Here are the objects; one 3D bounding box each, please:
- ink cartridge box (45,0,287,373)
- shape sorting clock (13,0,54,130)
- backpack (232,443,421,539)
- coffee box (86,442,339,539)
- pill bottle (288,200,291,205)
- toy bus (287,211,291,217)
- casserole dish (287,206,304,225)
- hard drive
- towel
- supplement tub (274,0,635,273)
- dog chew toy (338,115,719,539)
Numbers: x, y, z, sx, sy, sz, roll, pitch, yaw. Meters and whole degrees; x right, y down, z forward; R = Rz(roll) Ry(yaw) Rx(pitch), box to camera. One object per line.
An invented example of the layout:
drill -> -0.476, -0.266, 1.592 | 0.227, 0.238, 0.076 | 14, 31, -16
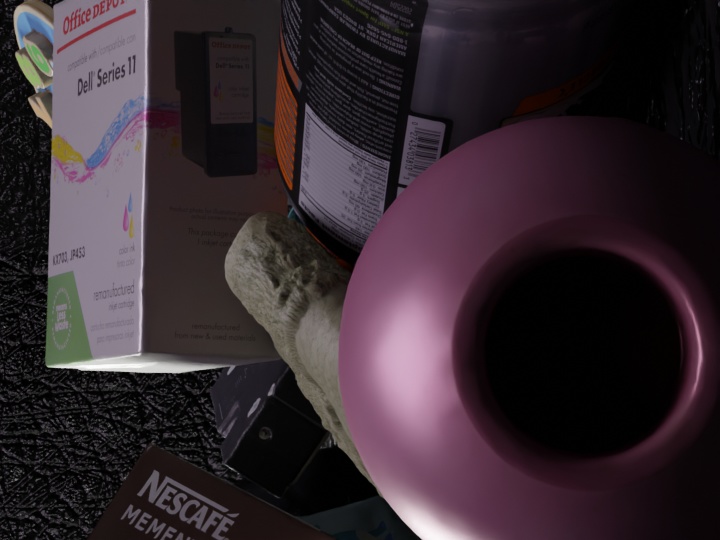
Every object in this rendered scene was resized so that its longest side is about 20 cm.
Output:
ink cartridge box -> -0.082, -0.061, 0.890 | 0.117, 0.067, 0.201 | -11, 77, 62
shape sorting clock -> -0.117, -0.041, 1.048 | 0.200, 0.039, 0.200 | 49, 160, 24
backpack -> 0.005, 0.141, 1.044 | 0.200, 0.162, 0.155 | 121, 138, -68
coffee box -> -0.034, 0.166, 0.876 | 0.200, 0.115, 0.080 | 22, 163, 42
pill bottle -> -0.014, -0.099, 0.957 | 0.200, 0.110, 0.111 | -41, 48, 54
toy bus -> -0.003, -0.065, 1.295 | 0.065, 0.078, 0.201 | -101, 10, -49
casserole dish -> -0.001, 0.000, 1.157 | 0.122, 0.039, 0.200 | -67, -17, 1
hard drive -> 0.000, 0.000, 1.002 | 0.200, 0.038, 0.140 | -57, 12, 5
towel -> 0.021, 0.070, 0.818 | 0.148, 0.036, 0.200 | 46, 170, 34
supplement tub -> 0.031, -0.076, 0.766 | 0.200, 0.122, 0.123 | 96, 169, -58
dog chew toy -> 0.057, 0.025, 0.603 | 0.200, 0.124, 0.125 | 63, -156, -86
